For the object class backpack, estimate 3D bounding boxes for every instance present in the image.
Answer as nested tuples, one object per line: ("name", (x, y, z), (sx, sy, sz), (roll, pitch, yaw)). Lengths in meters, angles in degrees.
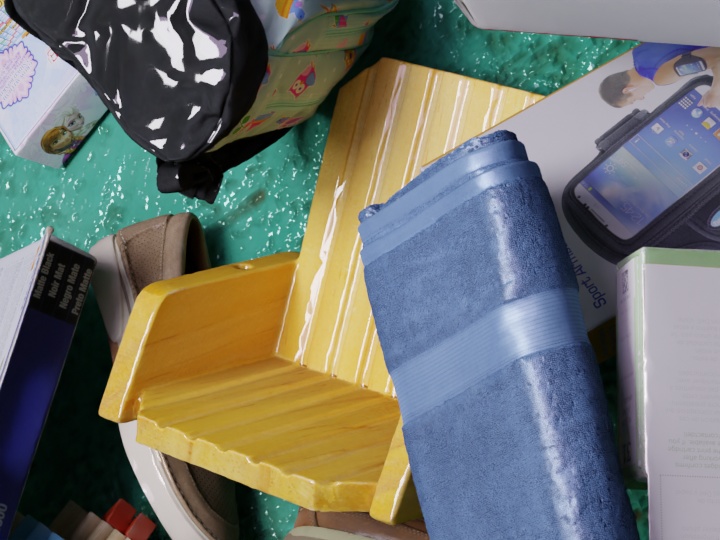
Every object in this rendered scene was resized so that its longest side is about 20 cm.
("backpack", (-0.068, -0.133, 1.402), (0.127, 0.200, 0.167), (-42, 78, 25))

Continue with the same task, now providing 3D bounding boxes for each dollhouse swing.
("dollhouse swing", (0.000, 0.000, 1.342), (0.199, 0.181, 0.177), (18, 111, 39))

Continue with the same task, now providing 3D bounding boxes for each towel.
("towel", (0.062, 0.048, 1.197), (0.111, 0.048, 0.201), (-31, 67, 47))

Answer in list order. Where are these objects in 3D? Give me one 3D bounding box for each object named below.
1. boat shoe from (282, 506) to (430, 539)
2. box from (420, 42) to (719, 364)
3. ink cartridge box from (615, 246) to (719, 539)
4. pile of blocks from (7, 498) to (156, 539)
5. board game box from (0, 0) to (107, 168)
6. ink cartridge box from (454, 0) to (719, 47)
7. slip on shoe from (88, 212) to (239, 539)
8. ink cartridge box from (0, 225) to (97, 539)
("boat shoe", (0.057, 0.141, 1.313), (0.199, 0.072, 0.068), (15, 48, 22))
("box", (0.122, -0.033, 1.265), (0.199, 0.042, 0.119), (-29, 61, -8))
("ink cartridge box", (0.185, 0.093, 1.186), (0.048, 0.145, 0.201), (138, 134, -74))
("pile of blocks", (-0.132, 0.151, 1.438), (0.062, 0.082, 0.200), (-51, 39, -11))
("board game box", (-0.172, -0.199, 1.594), (0.200, 0.041, 0.200), (-48, 55, 19))
("ink cartridge box", (0.124, -0.206, 1.200), (0.147, 0.086, 0.201), (5, 75, 22))
("slip on shoe", (-0.090, 0.061, 1.456), (0.060, 0.076, 0.201), (-25, 59, 15))
("ink cartridge box", (-0.194, 0.084, 1.465), (0.200, 0.040, 0.201), (162, 126, -73))
